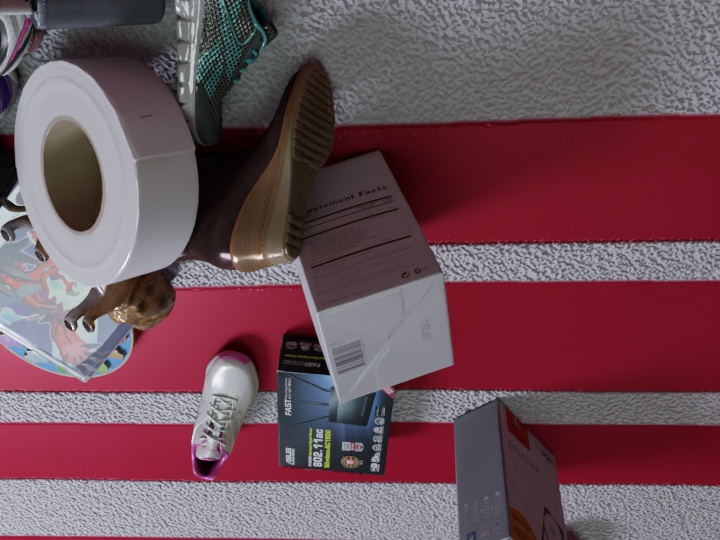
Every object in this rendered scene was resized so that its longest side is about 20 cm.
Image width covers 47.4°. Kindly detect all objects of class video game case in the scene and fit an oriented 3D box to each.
[{"bbox_3d":[-0.335,0.008,0.918,0.199,0.023,0.183,38,101,-27],"label":"video game case"}]

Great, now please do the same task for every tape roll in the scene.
[{"bbox_3d":[-0.238,-0.092,0.758,0.199,0.070,0.208,13,110,38],"label":"tape roll"}]

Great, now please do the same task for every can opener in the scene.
[{"bbox_3d":[-0.254,-0.233,0.660,0.197,0.053,0.068,-17,131,-37],"label":"can opener"}]

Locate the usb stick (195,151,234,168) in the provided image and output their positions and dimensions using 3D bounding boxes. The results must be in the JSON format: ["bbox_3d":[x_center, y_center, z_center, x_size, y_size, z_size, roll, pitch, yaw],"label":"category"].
[{"bbox_3d":[-0.181,-0.098,0.851,0.194,0.033,0.057,3,128,2],"label":"usb stick"}]

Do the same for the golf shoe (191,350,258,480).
[{"bbox_3d":[-0.179,0.192,1.066,0.073,0.093,0.203,13,129,-6],"label":"golf shoe"}]

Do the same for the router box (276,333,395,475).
[{"bbox_3d":[-0.032,0.178,1.061,0.146,0.063,0.203,5,131,1],"label":"router box"}]

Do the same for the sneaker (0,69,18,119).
[{"bbox_3d":[-0.406,-0.207,0.738,0.198,0.085,0.080,36,124,-24],"label":"sneaker"}]

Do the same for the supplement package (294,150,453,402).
[{"bbox_3d":[0.000,0.000,0.796,0.117,0.202,0.123,-17,132,-5],"label":"supplement package"}]

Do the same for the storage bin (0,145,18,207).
[{"bbox_3d":[-0.463,-0.076,0.819,0.195,0.137,0.095,-14,130,16],"label":"storage bin"}]

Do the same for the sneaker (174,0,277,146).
[{"bbox_3d":[-0.119,-0.201,0.730,0.089,0.079,0.203,2,129,-9],"label":"sneaker"}]

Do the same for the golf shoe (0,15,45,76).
[{"bbox_3d":[-0.299,-0.251,0.687,0.071,0.093,0.202,18,128,-6],"label":"golf shoe"}]

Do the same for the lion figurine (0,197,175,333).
[{"bbox_3d":[-0.280,-0.014,0.865,0.071,0.122,0.203,-7,117,43],"label":"lion figurine"}]

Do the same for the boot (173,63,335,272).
[{"bbox_3d":[-0.115,-0.099,0.781,0.163,0.205,0.072,3,163,31],"label":"boot"}]

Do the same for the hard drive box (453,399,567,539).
[{"bbox_3d":[0.194,0.299,1.059,0.076,0.203,0.156,-30,125,26],"label":"hard drive box"}]

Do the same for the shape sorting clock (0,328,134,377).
[{"bbox_3d":[-0.372,0.062,1.000,0.194,0.040,0.203,2,131,2],"label":"shape sorting clock"}]
